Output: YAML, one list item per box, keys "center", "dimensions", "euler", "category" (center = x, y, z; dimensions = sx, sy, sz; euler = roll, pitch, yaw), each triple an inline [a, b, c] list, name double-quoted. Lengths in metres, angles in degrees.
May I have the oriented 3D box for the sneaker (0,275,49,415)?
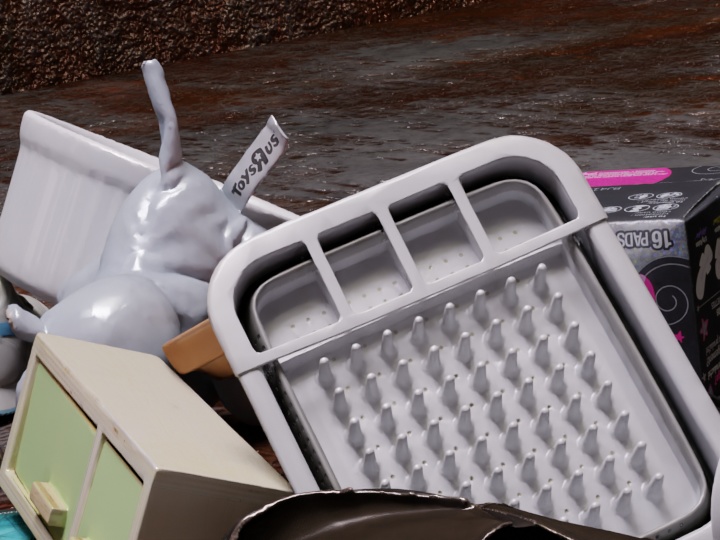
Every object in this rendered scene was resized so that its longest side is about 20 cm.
- center: [-0.230, 0.034, 1.431]
  dimensions: [0.076, 0.082, 0.200]
  euler: [-9, 10, 0]
  category: "sneaker"

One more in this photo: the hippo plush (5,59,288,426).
- center: [-0.096, 0.037, 1.198]
  dimensions: [0.158, 0.201, 0.161]
  euler: [26, 38, 0]
  category: "hippo plush"

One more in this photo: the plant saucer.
- center: [0.000, 0.000, 1.083]
  dimensions: [0.199, 0.033, 0.200]
  euler: [-28, 1, 0]
  category: "plant saucer"

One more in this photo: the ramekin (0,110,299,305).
- center: [-0.127, -0.016, 1.394]
  dimensions: [0.199, 0.098, 0.200]
  euler: [22, 2, -1]
  category: "ramekin"

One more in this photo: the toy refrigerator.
- center: [-0.100, 0.093, 0.991]
  dimensions: [0.069, 0.077, 0.200]
  euler: [13, 9, -25]
  category: "toy refrigerator"

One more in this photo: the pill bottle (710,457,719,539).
- center: [0.223, 0.091, 0.785]
  dimensions: [0.115, 0.117, 0.199]
  euler: [-16, 14, -35]
  category: "pill bottle"

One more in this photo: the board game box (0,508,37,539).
- center: [-0.230, 0.146, 1.027]
  dimensions: [0.198, 0.028, 0.135]
  euler: [-8, 11, -2]
  category: "board game box"

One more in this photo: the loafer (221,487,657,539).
- center: [0.036, 0.111, 0.834]
  dimensions: [0.198, 0.074, 0.071]
  euler: [1, -17, 15]
  category: "loafer"

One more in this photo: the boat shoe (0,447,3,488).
- center: [-0.245, 0.086, 1.213]
  dimensions: [0.199, 0.075, 0.073]
  euler: [6, 18, 44]
  category: "boat shoe"

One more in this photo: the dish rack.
- center: [0.046, 0.056, 0.938]
  dimensions: [0.170, 0.201, 0.044]
  euler: [-22, -25, -13]
  category: "dish rack"

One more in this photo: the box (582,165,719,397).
- center: [0.103, 0.017, 1.220]
  dimensions: [0.198, 0.116, 0.132]
  euler: [-3, 14, 27]
  category: "box"

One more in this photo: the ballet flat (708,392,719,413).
- center: [0.166, 0.094, 1.014]
  dimensions: [0.066, 0.057, 0.200]
  euler: [18, 6, -25]
  category: "ballet flat"
